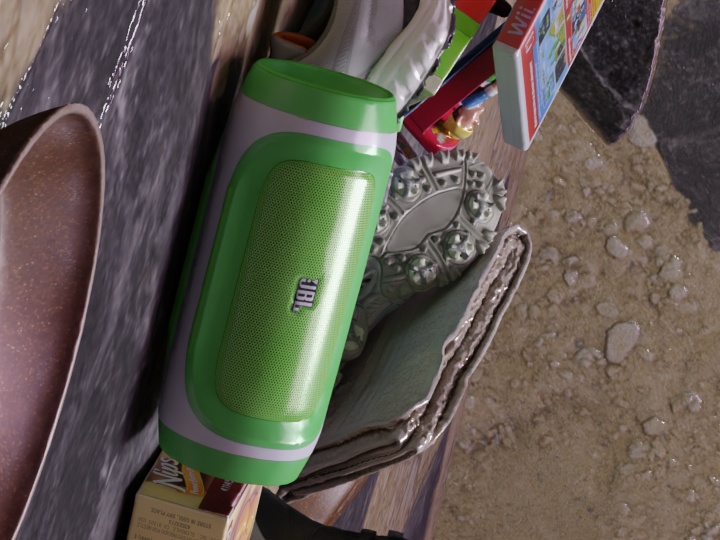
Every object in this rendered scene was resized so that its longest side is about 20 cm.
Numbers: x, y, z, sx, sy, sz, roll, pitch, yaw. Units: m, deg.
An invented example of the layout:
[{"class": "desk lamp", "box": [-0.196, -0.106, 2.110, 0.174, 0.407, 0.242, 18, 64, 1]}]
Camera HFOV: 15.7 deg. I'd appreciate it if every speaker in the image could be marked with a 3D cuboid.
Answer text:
[{"class": "speaker", "box": [-0.042, 0.001, 1.293, 0.088, 0.088, 0.201, -45, 151, -77]}]

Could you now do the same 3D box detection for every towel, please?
[{"class": "towel", "box": [0.021, 0.054, 1.576, 0.132, 0.035, 0.200, -23, -155, 38]}]

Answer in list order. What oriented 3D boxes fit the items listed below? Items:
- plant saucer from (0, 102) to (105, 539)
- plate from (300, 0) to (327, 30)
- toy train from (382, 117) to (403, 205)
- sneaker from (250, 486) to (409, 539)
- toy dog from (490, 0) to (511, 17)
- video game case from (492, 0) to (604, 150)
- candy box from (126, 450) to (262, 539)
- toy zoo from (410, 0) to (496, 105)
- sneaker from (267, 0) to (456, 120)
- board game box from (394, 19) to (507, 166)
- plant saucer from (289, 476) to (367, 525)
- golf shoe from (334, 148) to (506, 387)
[{"class": "plant saucer", "box": [-0.133, 0.038, 0.849, 0.200, 0.037, 0.201, 15, 90, -84]}, {"class": "plate", "box": [-0.026, -0.094, 1.495, 0.200, 0.025, 0.201, 15, 90, -84]}, {"class": "toy train", "box": [-0.005, -0.044, 1.439, 0.056, 0.042, 0.201, -119, -142, -60]}, {"class": "sneaker", "box": [-0.029, 0.166, 1.490, 0.200, 0.099, 0.071, -140, -123, -63]}, {"class": "toy dog", "box": [0.065, -0.232, 1.606, 0.132, 0.096, 0.201, -48, 154, -76]}, {"class": "video game case", "box": [0.130, -0.182, 1.515, 0.200, 0.017, 0.143, -63, 166, -15]}, {"class": "candy box", "box": [-0.102, 0.192, 1.404, 0.115, 0.055, 0.201, -60, 164, -69]}, {"class": "toy zoo", "box": [0.077, -0.184, 1.500, 0.200, 0.020, 0.131, -57, -173, -5]}, {"class": "sneaker", "box": [-0.029, -0.075, 1.356, 0.201, 0.079, 0.074, -60, -165, 14]}, {"class": "board game box", "box": [0.073, -0.113, 1.603, 0.158, 0.039, 0.200, -41, -176, -14]}, {"class": "plant saucer", "box": [-0.019, 0.138, 1.741, 0.201, 0.037, 0.200, -54, 176, -6]}, {"class": "golf shoe", "box": [0.000, 0.000, 1.584, 0.200, 0.078, 0.097, -40, -174, -19]}]
